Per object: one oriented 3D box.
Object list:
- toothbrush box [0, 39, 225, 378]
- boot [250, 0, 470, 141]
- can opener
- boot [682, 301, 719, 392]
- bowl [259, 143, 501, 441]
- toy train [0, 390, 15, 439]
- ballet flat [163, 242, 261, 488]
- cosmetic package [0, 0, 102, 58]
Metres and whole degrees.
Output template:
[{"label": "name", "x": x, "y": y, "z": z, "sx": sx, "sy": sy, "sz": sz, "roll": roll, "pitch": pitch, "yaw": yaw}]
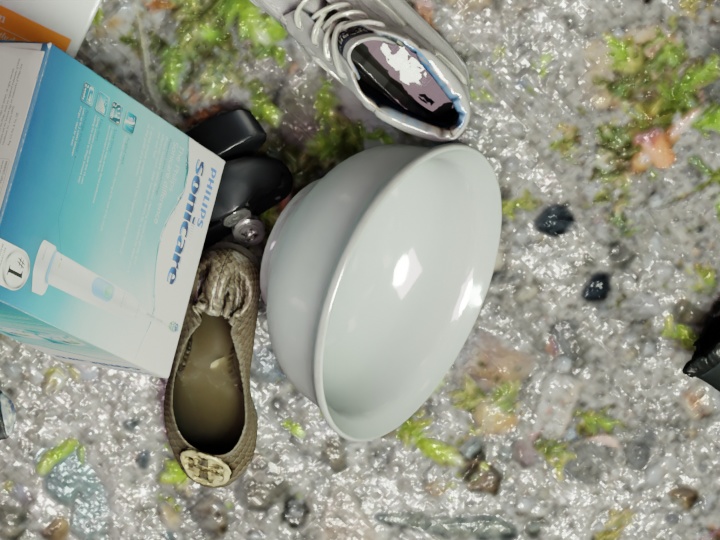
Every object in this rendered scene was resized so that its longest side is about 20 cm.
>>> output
[{"label": "toothbrush box", "x": -0.177, "y": -0.033, "z": 1.176, "sx": 0.085, "sy": 0.200, "sz": 0.147, "roll": 7, "pitch": 78, "yaw": 30}, {"label": "boot", "x": -0.008, "y": -0.157, "z": 1.238, "sx": 0.200, "sy": 0.096, "sz": 0.074, "roll": 35, "pitch": 103, "yaw": -14}, {"label": "can opener", "x": -0.132, "y": -0.021, "z": 1.303, "sx": 0.200, "sy": 0.079, "sz": 0.063, "roll": -36, "pitch": 146, "yaw": 11}, {"label": "boot", "x": 0.286, "y": 0.102, "z": 1.357, "sx": 0.162, "sy": 0.073, "sz": 0.198, "roll": 40, "pitch": 94, "yaw": -17}, {"label": "bowl", "x": 0.000, "y": 0.000, "z": 1.268, "sx": 0.090, "sy": 0.201, "sz": 0.201, "roll": 25, "pitch": 109, "yaw": 28}, {"label": "toy train", "x": -0.314, "y": 0.077, "z": 1.218, "sx": 0.200, "sy": 0.087, "sz": 0.114, "roll": -7, "pitch": 103, "yaw": -1}, {"label": "ballet flat", "x": -0.097, "y": 0.072, "z": 1.309, "sx": 0.067, "sy": 0.046, "sz": 0.200, "roll": 13, "pitch": 127, "yaw": 3}, {"label": "cosmetic package", "x": -0.198, "y": -0.200, "z": 1.225, "sx": 0.101, "sy": 0.071, "sz": 0.200, "roll": 25, "pitch": 105, "yaw": -11}]
